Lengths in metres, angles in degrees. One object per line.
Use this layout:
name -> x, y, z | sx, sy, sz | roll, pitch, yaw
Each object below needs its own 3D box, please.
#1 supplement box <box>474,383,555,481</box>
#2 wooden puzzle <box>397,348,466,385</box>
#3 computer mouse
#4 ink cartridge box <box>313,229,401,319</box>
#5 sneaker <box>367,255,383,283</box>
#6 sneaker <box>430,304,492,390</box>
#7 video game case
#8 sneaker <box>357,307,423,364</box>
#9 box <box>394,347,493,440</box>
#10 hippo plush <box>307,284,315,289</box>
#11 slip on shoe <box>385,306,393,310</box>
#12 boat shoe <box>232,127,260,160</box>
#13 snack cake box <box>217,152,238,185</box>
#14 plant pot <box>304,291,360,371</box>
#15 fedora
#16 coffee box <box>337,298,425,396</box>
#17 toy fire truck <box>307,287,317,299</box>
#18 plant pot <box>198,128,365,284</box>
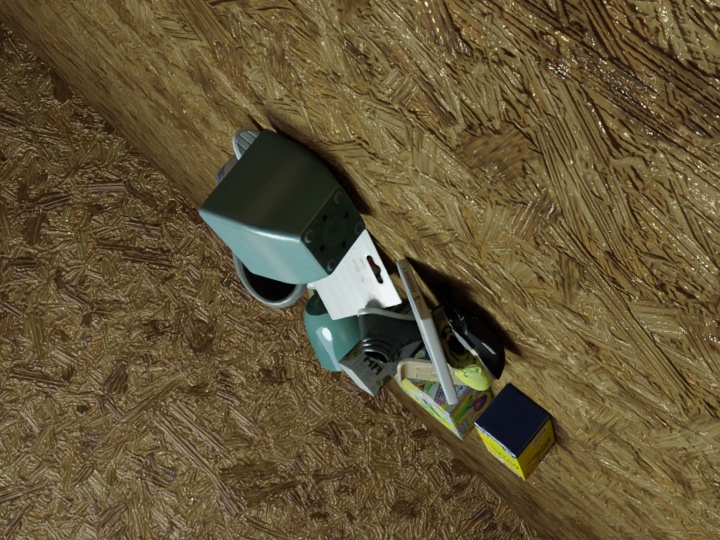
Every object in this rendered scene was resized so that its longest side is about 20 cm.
supplement box -> 0.320, 0.335, 1.584 | 0.109, 0.110, 0.200 | 37, 169, 31
wooden puzzle -> 0.174, 0.193, 1.537 | 0.198, 0.047, 0.185 | 2, 163, 4
computer mouse -> 0.195, 0.108, 1.260 | 0.200, 0.046, 0.141 | 55, -168, -18
ink cartridge box -> -0.014, 0.004, 1.516 | 0.199, 0.047, 0.161 | -16, 105, 43
sneaker -> 0.000, 0.000, 1.613 | 0.094, 0.070, 0.200 | 55, 167, -2
sneaker -> 0.179, 0.152, 1.379 | 0.200, 0.075, 0.077 | 55, -162, -30
video game case -> 0.117, 0.105, 1.350 | 0.183, 0.023, 0.201 | -108, -2, -56
sneaker -> 0.086, 0.137, 1.499 | 0.199, 0.100, 0.071 | 9, 162, -12
box -> 0.185, 0.257, 1.758 | 0.192, 0.122, 0.200 | 38, 168, 29
hippo plush -> -0.154, -0.013, 1.865 | 0.200, 0.159, 0.161 | 37, 167, 30
slip on shoe -> 0.039, 0.075, 1.696 | 0.060, 0.076, 0.200 | 33, 179, 21
boat shoe -> -0.171, -0.191, 1.461 | 0.200, 0.072, 0.062 | 47, 176, -28
snack cake box -> -0.181, -0.133, 1.513 | 0.200, 0.067, 0.115 | 34, -158, -30
plant pot -> -0.054, 0.133, 2.009 | 0.200, 0.200, 0.162 | 28, 151, 55
fedora -> -0.184, -0.023, 1.706 | 0.201, 0.176, 0.090 | 63, -156, -2
coffee box -> 0.060, 0.156, 1.607 | 0.080, 0.200, 0.113 | 48, 170, -11
toy fire truck -> -0.163, -0.020, 2.028 | 0.199, 0.129, 0.176 | 34, 171, -13
plant pot -> -0.110, -0.091, 1.323 | 0.199, 0.197, 0.196 | 23, 159, 38
